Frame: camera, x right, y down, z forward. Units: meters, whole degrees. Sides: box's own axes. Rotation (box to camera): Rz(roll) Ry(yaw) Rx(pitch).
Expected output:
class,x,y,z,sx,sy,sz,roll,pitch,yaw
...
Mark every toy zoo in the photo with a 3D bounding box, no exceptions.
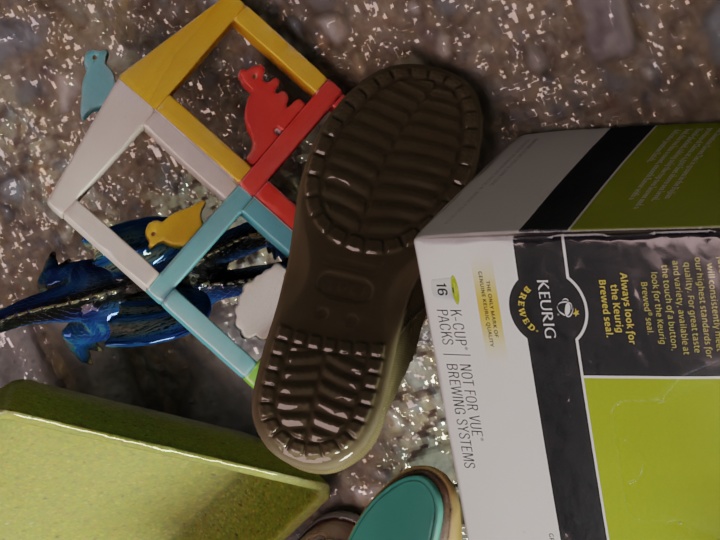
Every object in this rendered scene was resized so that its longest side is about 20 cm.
class,x,y,z,sx,sy,sz,roll,pitch,yaw
toy zoo,-0.051,-0.034,0.967,0.200,0.020,0.131,42,83,-1

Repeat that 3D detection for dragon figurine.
class,x,y,z,sx,sy,sz,roll,pitch,yaw
dragon figurine,-0.107,0.008,0.998,0.099,0.198,0.059,-19,85,62

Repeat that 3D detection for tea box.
class,x,y,z,sx,sy,sz,roll,pitch,yaw
tea box,0.148,0.051,0.891,0.195,0.134,0.202,0,112,27

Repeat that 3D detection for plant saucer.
class,x,y,z,sx,sy,sz,roll,pitch,yaw
plant saucer,-0.149,0.127,1.095,0.198,0.048,0.200,16,135,-32

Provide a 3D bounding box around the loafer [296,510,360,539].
class,x,y,z,sx,sy,sz,roll,pitch,yaw
loafer,-0.034,0.219,1.128,0.071,0.063,0.201,28,126,8

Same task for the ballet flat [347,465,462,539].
class,x,y,z,sx,sy,sz,roll,pitch,yaw
ballet flat,0.011,0.184,1.067,0.069,0.063,0.201,46,117,40

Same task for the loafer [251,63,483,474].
class,x,y,z,sx,sy,sz,roll,pitch,yaw
loafer,0.000,0.000,0.928,0.075,0.201,0.068,20,158,6
